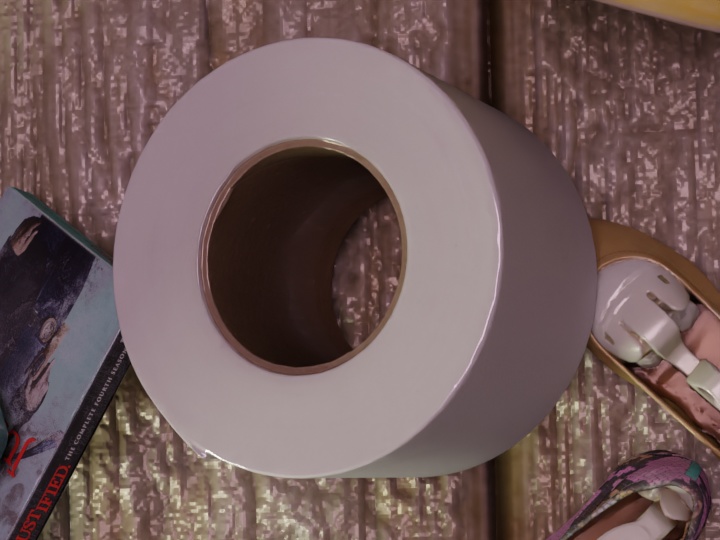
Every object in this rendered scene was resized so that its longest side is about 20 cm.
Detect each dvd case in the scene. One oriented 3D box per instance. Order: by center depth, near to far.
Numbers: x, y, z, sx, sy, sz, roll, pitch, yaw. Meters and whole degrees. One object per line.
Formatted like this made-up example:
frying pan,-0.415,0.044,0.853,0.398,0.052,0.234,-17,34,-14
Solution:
dvd case,-0.192,0.071,0.916,0.146,0.022,0.201,34,98,44

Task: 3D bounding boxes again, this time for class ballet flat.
ballet flat,0.098,0.169,0.854,0.069,0.071,0.200,43,95,12
ballet flat,0.166,0.042,0.855,0.200,0.063,0.069,42,94,13

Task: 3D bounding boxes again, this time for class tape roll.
tape roll,0.000,0.000,0.839,0.202,0.139,0.204,-3,84,25

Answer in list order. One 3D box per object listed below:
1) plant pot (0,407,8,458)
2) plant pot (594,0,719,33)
plant pot,-0.297,0.088,0.867,0.199,0.196,0.197,24,91,27
plant pot,0.161,-0.217,0.823,0.200,0.201,0.190,19,104,14
